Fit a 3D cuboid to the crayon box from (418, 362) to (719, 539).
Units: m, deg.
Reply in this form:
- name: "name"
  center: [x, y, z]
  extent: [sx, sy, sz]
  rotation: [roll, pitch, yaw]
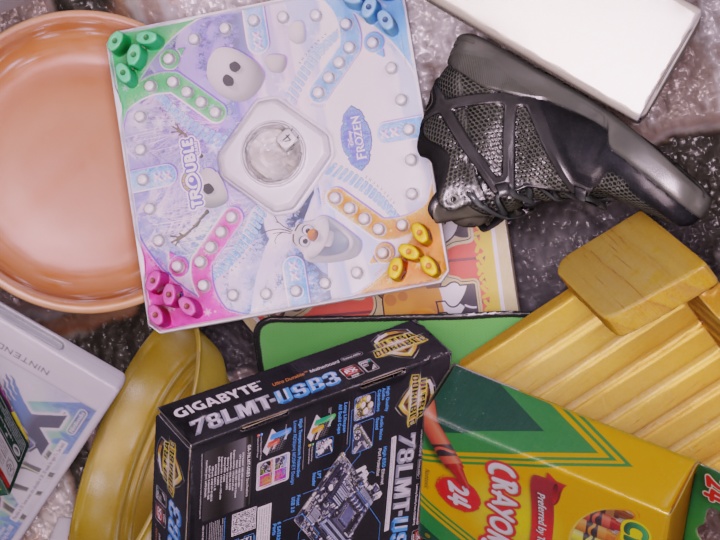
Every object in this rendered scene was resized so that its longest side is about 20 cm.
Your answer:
- name: "crayon box"
  center: [0.134, 0.148, 1.513]
  extent: [0.199, 0.051, 0.127]
  rotation: [20, 139, 19]

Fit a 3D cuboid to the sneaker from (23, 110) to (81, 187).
- name: "sneaker"
  center: [-0.274, -0.049, 1.655]
  extent: [0.199, 0.074, 0.084]
  rotation: [-28, 98, 11]

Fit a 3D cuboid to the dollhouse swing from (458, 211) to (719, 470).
- name: "dollhouse swing"
  center: [0.177, 0.102, 1.500]
  extent: [0.176, 0.182, 0.200]
  rotation: [-38, 109, 1]

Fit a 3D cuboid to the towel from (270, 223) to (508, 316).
- name: "towel"
  center: [0.015, 0.019, 1.618]
  extent: [0.144, 0.023, 0.201]
  rotation: [-33, 96, 19]

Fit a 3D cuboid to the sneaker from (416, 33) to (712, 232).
- name: "sneaker"
  center: [0.117, -0.055, 1.496]
  extent: [0.199, 0.076, 0.115]
  rotation: [30, 93, 24]

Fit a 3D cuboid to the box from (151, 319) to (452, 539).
- name: "box"
  center: [-0.039, 0.148, 1.552]
  extent: [0.050, 0.198, 0.201]
  rotation: [40, 138, 41]

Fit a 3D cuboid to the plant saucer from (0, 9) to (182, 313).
- name: "plant saucer"
  center: [-0.182, -0.070, 1.595]
  extent: [0.199, 0.037, 0.202]
  rotation: [2, 82, -11]

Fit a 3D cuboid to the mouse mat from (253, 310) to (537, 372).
- name: "mouse mat"
  center: [0.034, 0.096, 1.606]
  extent: [0.199, 0.008, 0.162]
  rotation: [-2, 122, 8]

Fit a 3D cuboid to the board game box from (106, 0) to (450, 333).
- name: "board game box"
  center: [-0.056, -0.075, 1.555]
  extent: [0.199, 0.026, 0.201]
  rotation: [-10, 83, 8]

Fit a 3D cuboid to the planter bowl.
- name: "planter bowl"
  center: [-0.118, 0.135, 1.619]
  extent: [0.083, 0.201, 0.201]
  rotation: [23, 112, -19]

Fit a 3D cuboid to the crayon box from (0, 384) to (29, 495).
- name: "crayon box"
  center: [-0.339, 0.070, 1.614]
  extent: [0.171, 0.058, 0.201]
  rotation: [-8, 127, 20]

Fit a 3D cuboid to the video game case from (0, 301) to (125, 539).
- name: "video game case"
  center: [-0.281, 0.093, 1.672]
  extent: [0.182, 0.022, 0.200]
  rotation: [31, 128, -7]

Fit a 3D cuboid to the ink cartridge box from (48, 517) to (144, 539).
- name: "ink cartridge box"
  center: [-0.161, 0.268, 1.632]
  extent: [0.144, 0.200, 0.088]
  rotation: [4, 129, 14]

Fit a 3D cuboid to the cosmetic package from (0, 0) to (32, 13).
- name: "cosmetic package"
  center: [-0.237, -0.223, 1.525]
  extent: [0.085, 0.200, 0.108]
  rotation: [-42, 92, 22]

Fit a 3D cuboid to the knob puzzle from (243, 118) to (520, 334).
- name: "knob puzzle"
  center: [0.000, 0.000, 1.588]
  extent: [0.218, 0.030, 0.221]
  rotation: [3, 106, 11]

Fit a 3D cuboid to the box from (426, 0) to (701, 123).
- name: "box"
  center: [0.106, -0.173, 1.494]
  extent: [0.199, 0.095, 0.078]
  rotation: [31, 95, 4]
